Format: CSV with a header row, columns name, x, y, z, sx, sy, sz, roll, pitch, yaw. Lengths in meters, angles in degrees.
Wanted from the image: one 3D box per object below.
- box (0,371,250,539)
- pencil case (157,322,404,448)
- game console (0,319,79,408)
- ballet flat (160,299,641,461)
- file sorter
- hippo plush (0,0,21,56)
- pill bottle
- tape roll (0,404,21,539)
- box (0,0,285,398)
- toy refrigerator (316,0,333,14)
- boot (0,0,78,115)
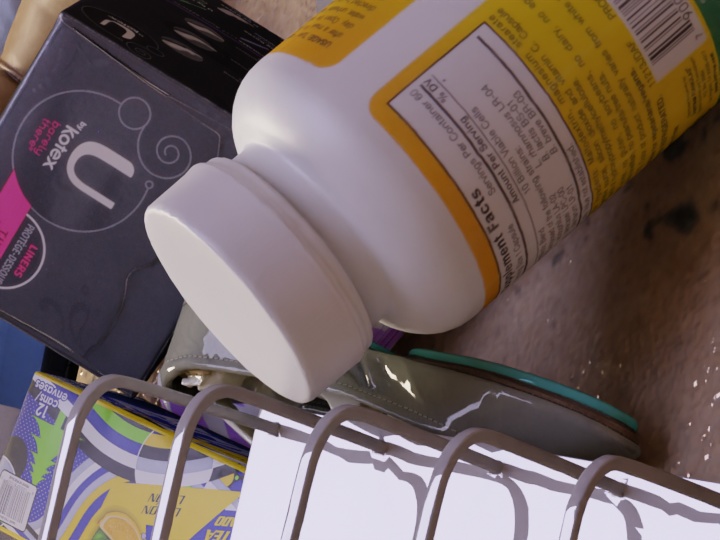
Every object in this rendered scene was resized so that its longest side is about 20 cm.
name,x,y,z,sx,sy,sz,roll,pitch,yaw
box,-0.044,0.102,0.963,0.200,0.070,0.064,22,91,37
pencil case,0.000,0.000,1.025,0.086,0.084,0.200,48,122,17
game console,-0.230,0.057,1.212,0.118,0.171,0.200,-64,-7,-48
ballet flat,0.009,0.054,0.930,0.200,0.067,0.064,19,80,37
file sorter,0.005,0.113,0.804,0.200,0.124,0.139,7,81,36
hippo plush,-0.239,-0.120,1.500,0.200,0.159,0.161,60,161,3
pill bottle,0.029,-0.050,0.879,0.200,0.113,0.113,-41,24,-16
tape roll,-0.179,0.113,1.136,0.202,0.202,0.071,-21,55,55
box,-0.091,-0.045,1.089,0.122,0.106,0.200,-58,2,13
toy refrigerator,0.068,-0.145,0.996,0.200,0.076,0.070,-45,37,38
boot,-0.190,-0.070,1.299,0.200,0.066,0.175,-47,-13,-34
